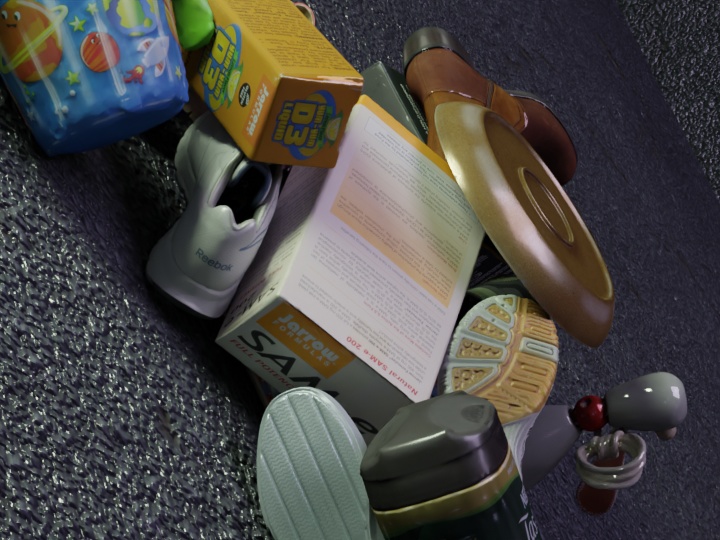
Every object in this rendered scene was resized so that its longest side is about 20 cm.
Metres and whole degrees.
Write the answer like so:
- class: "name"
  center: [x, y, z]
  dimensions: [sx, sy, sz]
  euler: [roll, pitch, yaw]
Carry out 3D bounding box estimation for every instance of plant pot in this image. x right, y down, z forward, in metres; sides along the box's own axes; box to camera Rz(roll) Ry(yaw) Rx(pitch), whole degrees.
- class: "plant pot"
  center: [0.120, -0.038, 1.515]
  dimensions: [0.200, 0.027, 0.200]
  euler: [50, 18, -23]

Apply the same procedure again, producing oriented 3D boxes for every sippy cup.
- class: "sippy cup"
  center: [-0.169, -0.144, 1.338]
  dimensions: [0.140, 0.178, 0.130]
  euler: [149, -80, -77]

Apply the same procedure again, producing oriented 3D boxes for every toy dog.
- class: "toy dog"
  center: [0.148, 0.143, 1.650]
  dimensions: [0.096, 0.200, 0.132]
  euler: [66, 34, -34]

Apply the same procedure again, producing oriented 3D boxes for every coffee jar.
- class: "coffee jar"
  center: [0.067, 0.174, 1.292]
  dimensions: [0.104, 0.085, 0.200]
  euler: [-59, 129, -74]

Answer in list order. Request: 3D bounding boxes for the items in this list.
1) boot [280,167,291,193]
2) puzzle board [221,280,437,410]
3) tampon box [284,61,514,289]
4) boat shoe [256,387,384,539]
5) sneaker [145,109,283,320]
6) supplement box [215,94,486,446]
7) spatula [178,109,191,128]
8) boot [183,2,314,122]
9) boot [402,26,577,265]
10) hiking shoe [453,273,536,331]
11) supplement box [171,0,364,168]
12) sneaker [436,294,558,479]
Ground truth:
- class: "boot"
  center: [-0.003, 0.024, 1.581]
  dimensions: [0.198, 0.073, 0.163]
  euler: [37, 29, -36]
- class: "puzzle board"
  center: [-0.003, 0.078, 1.451]
  dimensions: [0.151, 0.017, 0.200]
  euler: [-16, 76, -46]
- class: "tampon box"
  center: [0.038, -0.052, 1.746]
  dimensions: [0.150, 0.126, 0.200]
  euler: [63, 18, 20]
- class: "boat shoe"
  center: [-0.010, 0.168, 1.329]
  dimensions: [0.062, 0.072, 0.200]
  euler: [35, 37, -75]
- class: "sneaker"
  center: [-0.078, -0.055, 1.420]
  dimensions: [0.074, 0.087, 0.200]
  euler: [28, 37, -18]
- class: "supplement box"
  center: [0.000, 0.000, 1.436]
  dimensions: [0.126, 0.074, 0.200]
  euler: [40, 44, -17]
- class: "spatula"
  center: [-0.120, -0.108, 1.579]
  dimensions: [0.057, 0.021, 0.200]
  euler: [54, 11, 32]
- class: "boot"
  center: [-0.072, -0.153, 1.594]
  dimensions: [0.075, 0.107, 0.200]
  euler: [46, 8, -11]
- class: "boot"
  center: [0.110, -0.076, 1.657]
  dimensions: [0.188, 0.068, 0.200]
  euler: [45, 21, -33]
- class: "hiking shoe"
  center: [0.091, 0.049, 1.643]
  dimensions: [0.076, 0.101, 0.200]
  euler: [70, -21, 4]
- class: "supplement box"
  center: [-0.074, -0.143, 1.428]
  dimensions: [0.069, 0.067, 0.200]
  euler: [3, 30, -34]
- class: "sneaker"
  center: [0.074, 0.110, 1.427]
  dimensions: [0.076, 0.088, 0.200]
  euler: [18, 60, 0]
